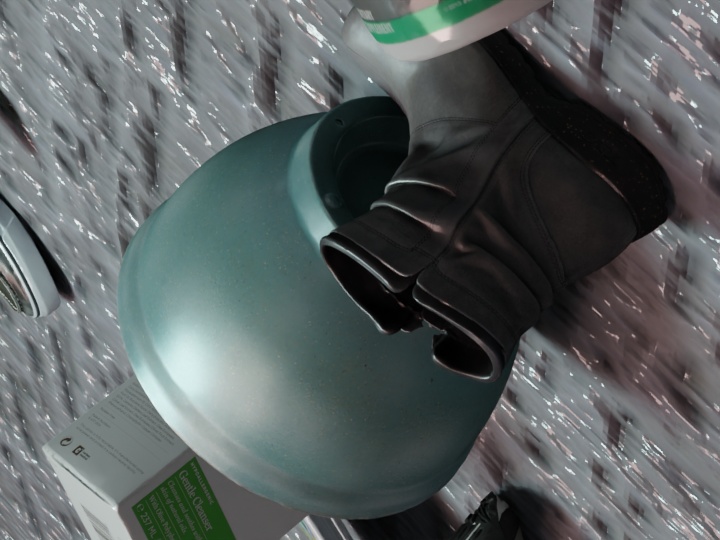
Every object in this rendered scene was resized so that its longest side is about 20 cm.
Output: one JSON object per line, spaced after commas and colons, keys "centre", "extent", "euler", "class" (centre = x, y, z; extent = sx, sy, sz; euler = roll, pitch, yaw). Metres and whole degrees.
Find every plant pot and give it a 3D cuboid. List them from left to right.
{"centre": [0.000, 0.000, 1.392], "extent": [0.200, 0.200, 0.134], "euler": [48, 133, 11], "class": "plant pot"}

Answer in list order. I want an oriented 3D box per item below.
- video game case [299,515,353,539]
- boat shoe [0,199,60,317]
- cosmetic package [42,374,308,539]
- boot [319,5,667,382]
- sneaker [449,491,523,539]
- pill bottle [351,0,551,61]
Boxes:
{"centre": [-0.027, 0.159, 1.841], "extent": [0.182, 0.022, 0.200], "euler": [58, 176, -4], "class": "video game case"}
{"centre": [-0.306, -0.035, 2.143], "extent": [0.200, 0.071, 0.072], "euler": [50, 160, 4], "class": "boat shoe"}
{"centre": [-0.069, 0.090, 1.642], "extent": [0.085, 0.200, 0.108], "euler": [34, 156, 45], "class": "cosmetic package"}
{"centre": [0.028, -0.045, 1.296], "extent": [0.200, 0.132, 0.070], "euler": [37, 156, 35], "class": "boot"}
{"centre": [0.082, 0.193, 1.694], "extent": [0.079, 0.074, 0.200], "euler": [35, 162, 17], "class": "sneaker"}
{"centre": [0.009, -0.192, 1.114], "extent": [0.200, 0.113, 0.113], "euler": [58, 159, -16], "class": "pill bottle"}
